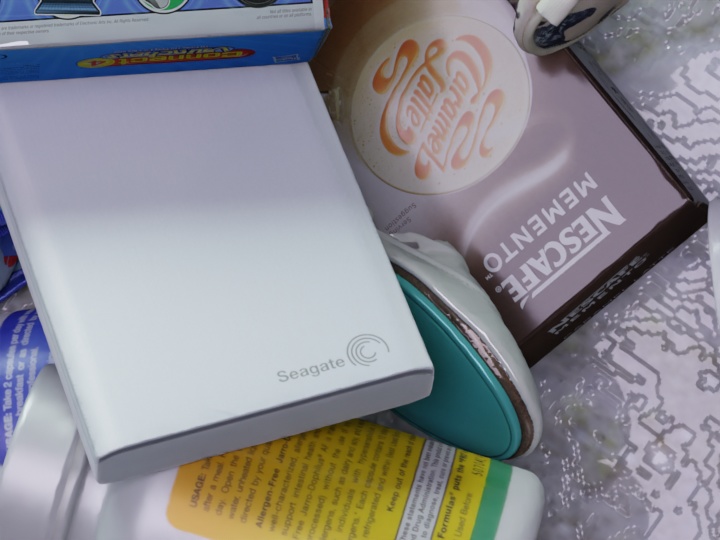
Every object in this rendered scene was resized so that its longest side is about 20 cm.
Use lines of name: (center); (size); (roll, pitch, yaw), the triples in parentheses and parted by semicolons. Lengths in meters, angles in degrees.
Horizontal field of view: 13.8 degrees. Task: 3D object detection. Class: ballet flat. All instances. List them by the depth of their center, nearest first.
ballet flat: (0.000, 0.000, 1.190); (0.200, 0.069, 0.070); (32, 94, 16)

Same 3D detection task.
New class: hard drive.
hard drive: (-0.067, -0.024, 1.141); (0.131, 0.027, 0.201); (-14, 61, -15)

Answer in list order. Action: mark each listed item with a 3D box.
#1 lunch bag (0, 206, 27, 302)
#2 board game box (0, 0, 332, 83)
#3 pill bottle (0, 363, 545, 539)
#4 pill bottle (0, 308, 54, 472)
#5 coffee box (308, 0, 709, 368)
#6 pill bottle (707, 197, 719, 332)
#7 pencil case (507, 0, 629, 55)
lunch bag: (-0.210, -0.060, 1.296); (0.200, 0.127, 0.170); (-30, 78, -5)
board game box: (-0.120, -0.174, 1.140); (0.199, 0.056, 0.197); (-4, 81, -8)
pill bottle: (-0.038, 0.104, 1.146); (0.199, 0.113, 0.113); (16, 90, 2)
pill bottle: (-0.108, 0.068, 1.265); (0.199, 0.112, 0.113); (-7, 85, 12)
coffee box: (0.042, -0.068, 1.255); (0.114, 0.080, 0.200); (-41, 79, 9)
pill bottle: (0.243, -0.003, 1.190); (0.199, 0.111, 0.112); (-9, 84, 12)
pencil case: (0.048, -0.182, 1.197); (0.078, 0.089, 0.200); (-43, 71, 34)
